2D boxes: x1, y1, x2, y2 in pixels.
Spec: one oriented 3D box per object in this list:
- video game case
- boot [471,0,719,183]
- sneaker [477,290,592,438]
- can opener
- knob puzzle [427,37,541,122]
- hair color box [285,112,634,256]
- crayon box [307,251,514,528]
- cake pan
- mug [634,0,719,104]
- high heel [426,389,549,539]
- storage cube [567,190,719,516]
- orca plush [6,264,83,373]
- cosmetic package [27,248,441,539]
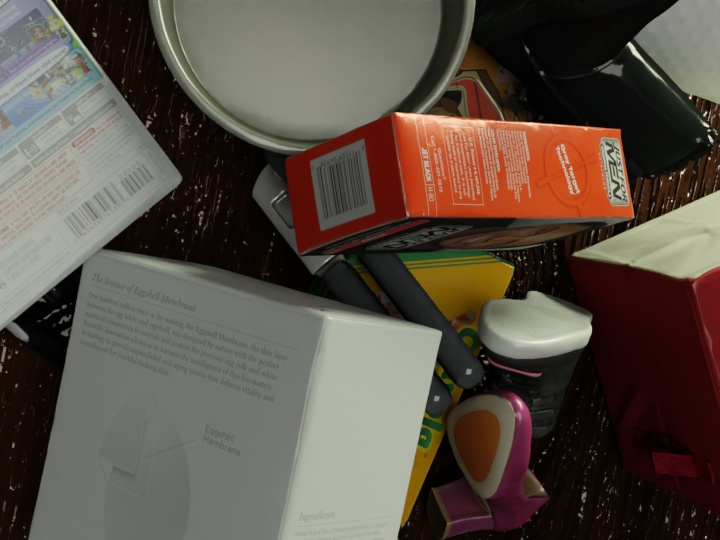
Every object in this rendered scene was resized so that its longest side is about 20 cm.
[{"bbox_3d":[-0.231,-0.064,0.701,0.200,0.022,0.183,-41,107,-17],"label":"video game case"},{"bbox_3d":[0.169,-0.129,0.776,0.162,0.198,0.074,44,65,-23],"label":"boot"},{"bbox_3d":[0.112,0.073,0.834,0.070,0.200,0.100,19,98,16],"label":"sneaker"},{"bbox_3d":[0.000,0.000,0.773,0.053,0.067,0.200,-38,77,1],"label":"can opener"},{"bbox_3d":[0.055,-0.125,0.827,0.218,0.030,0.222,4,81,-25],"label":"knob puzzle"},{"bbox_3d":[0.064,-0.049,0.737,0.199,0.101,0.062,-3,81,-41],"label":"hair color box"},{"bbox_3d":[0.011,0.062,0.853,0.118,0.058,0.201,24,87,-20],"label":"crayon box"},{"bbox_3d":[-0.030,-0.168,0.750,0.198,0.037,0.202,0,89,-8],"label":"cake pan"},{"bbox_3d":[0.210,-0.233,0.856,0.174,0.148,0.202,17,63,-11],"label":"mug"},{"bbox_3d":[0.109,0.130,0.838,0.095,0.068,0.201,-14,145,-18],"label":"high heel"},{"bbox_3d":[0.280,0.051,0.887,0.199,0.171,0.181,-21,102,-16],"label":"storage cube"},{"bbox_3d":[-0.206,0.022,0.766,0.104,0.071,0.202,-21,103,-16],"label":"orca plush"},{"bbox_3d":[-0.079,0.106,0.738,0.122,0.198,0.202,7,96,-53],"label":"cosmetic package"}]
